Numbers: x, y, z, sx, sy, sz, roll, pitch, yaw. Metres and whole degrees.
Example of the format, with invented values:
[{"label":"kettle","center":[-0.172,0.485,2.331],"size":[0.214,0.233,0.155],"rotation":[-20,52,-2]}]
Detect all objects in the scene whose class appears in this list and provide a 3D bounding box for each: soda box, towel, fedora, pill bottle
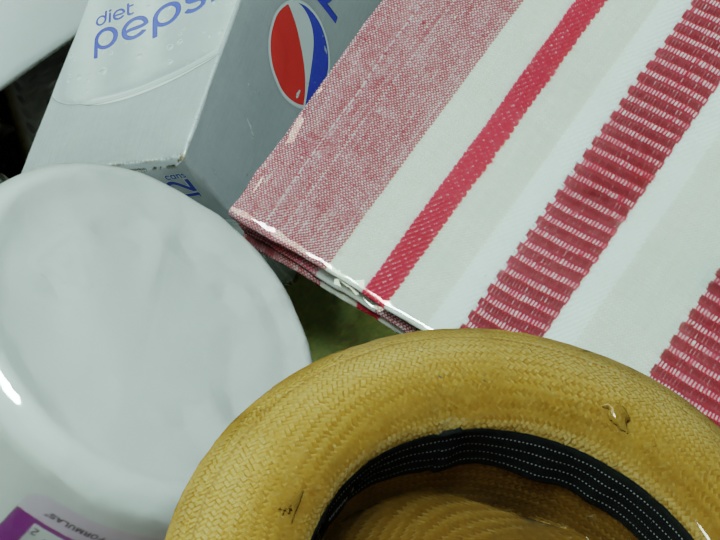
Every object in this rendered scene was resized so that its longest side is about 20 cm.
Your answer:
[{"label":"soda box","center":[-0.036,-0.094,0.821],"size":[0.063,0.068,0.201],"rotation":[-4,54,33]},{"label":"towel","center":[0.081,-0.019,0.730],"size":[0.199,0.023,0.144],"rotation":[32,72,16]},{"label":"fedora","center":[0.033,0.116,0.649],"size":[0.199,0.082,0.202],"rotation":[7,60,-12]},{"label":"pill bottle","center":[-0.106,0.067,0.734],"size":[0.200,0.112,0.113],"rotation":[-45,33,42]}]

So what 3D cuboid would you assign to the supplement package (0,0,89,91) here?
[{"label":"supplement package","center":[-0.165,-0.103,0.845],"size":[0.121,0.120,0.200],"rotation":[-23,14,37]}]

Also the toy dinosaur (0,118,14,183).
[{"label":"toy dinosaur","center":[-0.146,0.001,0.867],"size":[0.102,0.077,0.200],"rotation":[-48,13,8]}]

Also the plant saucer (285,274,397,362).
[{"label":"plant saucer","center":[0.000,0.000,0.815],"size":[0.199,0.048,0.201],"rotation":[19,69,43]}]
